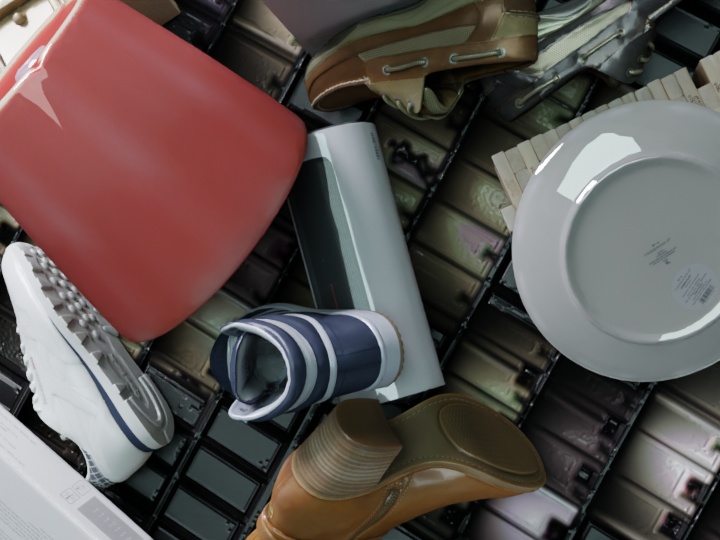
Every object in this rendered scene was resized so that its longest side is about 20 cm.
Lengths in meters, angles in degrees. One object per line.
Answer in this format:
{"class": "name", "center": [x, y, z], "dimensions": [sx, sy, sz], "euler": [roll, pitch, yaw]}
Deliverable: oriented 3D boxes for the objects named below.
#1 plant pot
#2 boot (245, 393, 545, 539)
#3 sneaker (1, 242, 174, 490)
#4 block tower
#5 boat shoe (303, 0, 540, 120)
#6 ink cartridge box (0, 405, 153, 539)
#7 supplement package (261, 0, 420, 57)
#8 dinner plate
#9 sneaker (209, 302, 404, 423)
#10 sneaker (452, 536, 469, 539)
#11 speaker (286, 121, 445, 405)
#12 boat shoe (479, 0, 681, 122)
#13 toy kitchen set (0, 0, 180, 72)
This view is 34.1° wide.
{"class": "plant pot", "center": [-0.164, -0.083, 0.807], "dimensions": [0.177, 0.201, 0.201], "euler": [41, 95, -23]}
{"class": "boot", "center": [0.024, 0.166, 0.840], "dimensions": [0.156, 0.197, 0.077], "euler": [-56, 44, 32]}
{"class": "sneaker", "center": [-0.228, 0.071, 0.905], "dimensions": [0.080, 0.076, 0.202], "euler": [-37, 79, 16]}
{"class": "block tower", "center": [0.187, -0.092, 0.844], "dimensions": [0.198, 0.054, 0.059], "euler": [-26, 82, 7]}
{"class": "boat shoe", "center": [0.041, -0.145, 0.832], "dimensions": [0.198, 0.075, 0.075], "euler": [-19, 81, 41]}
{"class": "ink cartridge box", "center": [-0.275, 0.215, 0.917], "dimensions": [0.199, 0.045, 0.177], "euler": [38, 118, 11]}
{"class": "supplement package", "center": [-0.010, -0.237, 0.815], "dimensions": [0.115, 0.200, 0.119], "euler": [-9, 85, 10]}
{"class": "dinner plate", "center": [0.204, -0.016, 0.818], "dimensions": [0.196, 0.024, 0.204], "euler": [0, 106, 1]}
{"class": "sneaker", "center": [-0.073, 0.063, 0.813], "dimensions": [0.198, 0.107, 0.071], "euler": [-8, 91, 49]}
{"class": "sneaker", "center": [0.018, 0.281, 0.841], "dimensions": [0.199, 0.078, 0.083], "euler": [-37, 82, 6]}
{"class": "speaker", "center": [0.000, 0.000, 0.861], "dimensions": [0.080, 0.081, 0.204], "euler": [-16, 84, 9]}
{"class": "boat shoe", "center": [0.178, -0.168, 0.849], "dimensions": [0.197, 0.074, 0.074], "euler": [-23, 93, 17]}
{"class": "toy kitchen set", "center": [-0.277, -0.230, 0.875], "dimensions": [0.198, 0.180, 0.165], "euler": [-33, 80, 4]}
